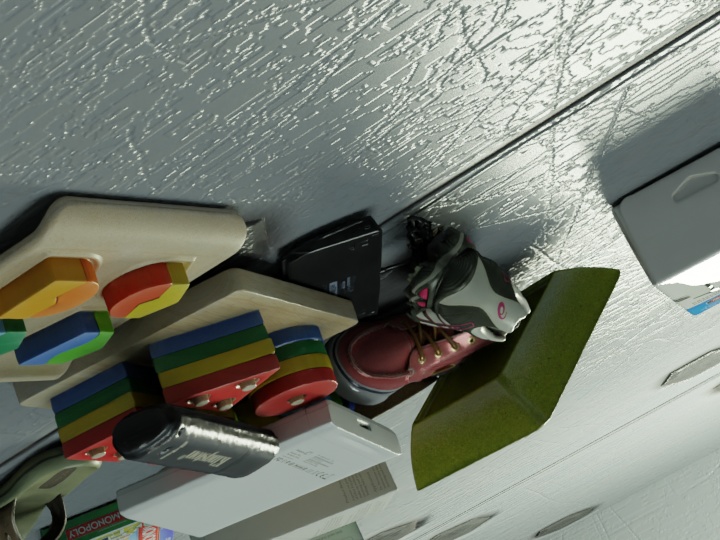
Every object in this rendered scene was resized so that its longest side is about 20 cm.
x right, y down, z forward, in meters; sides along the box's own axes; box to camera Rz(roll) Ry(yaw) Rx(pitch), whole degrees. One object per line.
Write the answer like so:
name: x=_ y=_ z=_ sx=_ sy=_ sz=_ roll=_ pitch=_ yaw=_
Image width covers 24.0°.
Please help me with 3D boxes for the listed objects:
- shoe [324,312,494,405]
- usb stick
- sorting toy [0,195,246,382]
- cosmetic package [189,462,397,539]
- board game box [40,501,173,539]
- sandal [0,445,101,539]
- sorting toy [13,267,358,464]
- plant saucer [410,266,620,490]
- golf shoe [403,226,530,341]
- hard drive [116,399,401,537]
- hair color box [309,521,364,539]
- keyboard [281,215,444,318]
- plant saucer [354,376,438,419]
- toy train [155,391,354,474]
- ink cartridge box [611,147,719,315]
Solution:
shoe: x=0.053 y=0.056 z=1.462 sx=0.091 sy=0.072 sz=0.200 roll=-38 pitch=164 yaw=33
usb stick: x=-0.116 y=0.125 z=1.226 sx=0.055 sy=0.033 sz=0.200 roll=-24 pitch=162 yaw=13
sorting toy: x=-0.190 y=0.023 z=1.083 sx=0.200 sy=0.037 sz=0.185 roll=-35 pitch=160 yaw=28
cosmetic package: x=-0.077 y=0.215 z=1.673 sx=0.199 sy=0.108 sz=0.085 roll=-18 pitch=162 yaw=-16
board game box: x=-0.258 y=0.279 z=1.742 sx=0.134 sy=0.029 sz=0.200 roll=-20 pitch=162 yaw=-15
sandal: x=-0.286 y=0.213 z=1.463 sx=0.080 sy=0.057 sz=0.201 roll=-8 pitch=156 yaw=-42
sorting toy: x=-0.118 y=0.083 z=1.271 sx=0.198 sy=0.070 sz=0.200 roll=-27 pitch=162 yaw=19
plant saucer: x=0.127 y=0.086 z=1.533 sx=0.200 sy=0.048 sz=0.200 roll=-35 pitch=-163 yaw=49
golf shoe: x=0.086 y=0.026 z=1.336 sx=0.077 sy=0.088 sz=0.200 roll=-53 pitch=173 yaw=1
hard drive: x=-0.082 y=0.165 z=1.389 sx=0.199 sy=0.027 sz=0.132 roll=-25 pitch=154 yaw=18
hair color box: x=-0.053 y=0.288 z=1.756 sx=0.100 sy=0.201 sz=0.061 roll=-17 pitch=161 yaw=-22
keyboard: x=0.000 y=0.000 z=1.306 sx=0.127 sy=0.021 sz=0.200 roll=-17 pitch=163 yaw=-7
plant saucer: x=-0.024 y=0.131 z=1.562 sx=0.200 sy=0.036 sz=0.200 roll=-28 pitch=179 yaw=-1
toy train: x=-0.112 y=0.136 z=1.427 sx=0.200 sy=0.085 sz=0.116 roll=-28 pitch=164 yaw=10
ink cartridge box: x=0.326 y=-0.038 z=1.526 sx=0.146 sy=0.085 sz=0.200 roll=-30 pitch=163 yaw=15
